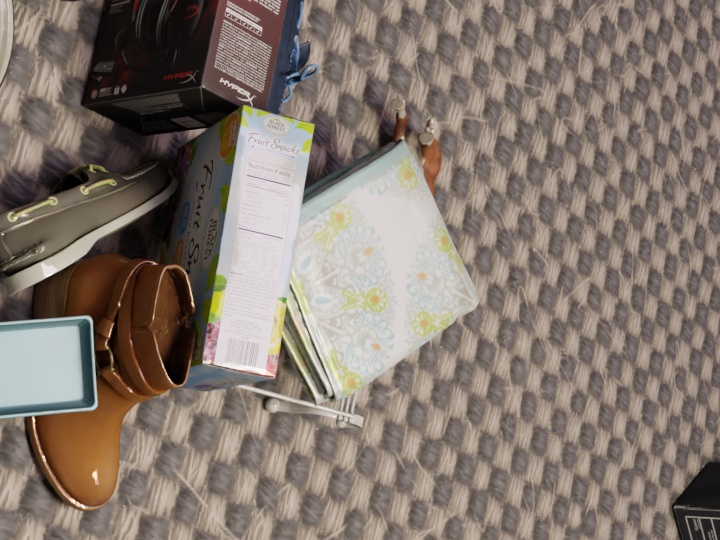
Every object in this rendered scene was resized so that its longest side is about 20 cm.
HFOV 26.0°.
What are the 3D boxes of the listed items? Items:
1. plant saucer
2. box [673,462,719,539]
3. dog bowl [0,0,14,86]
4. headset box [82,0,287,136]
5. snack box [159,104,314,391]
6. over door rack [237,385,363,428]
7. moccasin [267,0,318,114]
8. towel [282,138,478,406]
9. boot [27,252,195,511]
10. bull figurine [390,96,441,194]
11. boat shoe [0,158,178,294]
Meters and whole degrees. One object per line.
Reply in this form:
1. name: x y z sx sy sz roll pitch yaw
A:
1. plant saucer: -0.288 0.074 1.116 0.198 0.019 0.071 -4 90 -26
2. box: 0.523 0.354 1.950 0.123 0.197 0.202 -36 115 -46
3. dog bowl: -0.342 -0.181 1.079 0.199 0.073 0.203 5 84 -48
4. headset box: -0.133 -0.220 1.263 0.075 0.148 0.202 24 71 -45
5. snack box: -0.108 -0.012 1.236 0.067 0.168 0.202 12 79 -23
6. over door rack: -0.074 0.046 1.391 0.199 0.066 0.149 21 72 -32
7. moccasin: -0.070 -0.198 1.382 0.068 0.080 0.202 16 77 -35
8. towel: 0.000 0.000 1.377 0.199 0.048 0.173 -32 106 -31
9. boot: -0.183 0.088 1.185 0.073 0.154 0.203 -14 98 -47
10. bull figurine: 0.035 -0.064 1.498 0.122 0.064 0.202 86 15 -61
11. boat shoe: -0.215 -0.050 1.218 0.061 0.072 0.202 60 38 -9
